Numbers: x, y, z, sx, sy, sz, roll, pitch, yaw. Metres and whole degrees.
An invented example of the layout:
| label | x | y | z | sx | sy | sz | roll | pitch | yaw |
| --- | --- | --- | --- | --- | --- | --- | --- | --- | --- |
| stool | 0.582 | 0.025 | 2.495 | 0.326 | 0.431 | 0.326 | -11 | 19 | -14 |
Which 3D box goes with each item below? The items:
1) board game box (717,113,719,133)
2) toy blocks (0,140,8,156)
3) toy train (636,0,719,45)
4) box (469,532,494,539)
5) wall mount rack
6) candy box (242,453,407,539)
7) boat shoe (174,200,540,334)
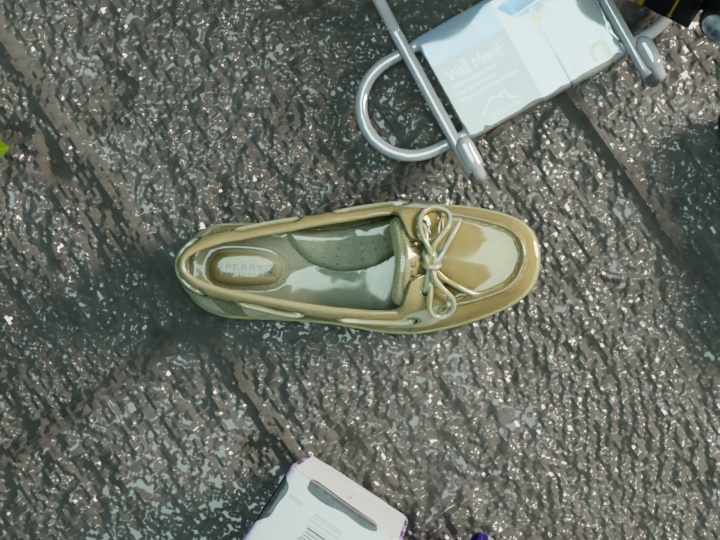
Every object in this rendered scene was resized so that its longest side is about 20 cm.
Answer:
| label | x | y | z | sx | sy | sz | roll | pitch | yaw |
| --- | --- | --- | --- | --- | --- | --- | --- | --- | --- |
| board game box | 0.307 | -0.036 | 1.399 | 0.199 | 0.028 | 0.136 | -10 | 89 | 1 |
| toy blocks | -0.309 | -0.071 | 1.394 | 0.200 | 0.100 | 0.137 | 35 | 101 | 3 |
| toy train | 0.205 | -0.213 | 1.357 | 0.114 | 0.085 | 0.200 | 26 | 65 | -1 |
| box | 0.035 | 0.245 | 1.321 | 0.105 | 0.184 | 0.200 | 42 | 89 | 4 |
| wall mount rack | 0.074 | -0.151 | 1.385 | 0.200 | 0.075 | 0.174 | -29 | 87 | 0 |
| candy box | -0.058 | 0.200 | 1.332 | 0.071 | 0.168 | 0.200 | 34 | 89 | 3 |
| boat shoe | -0.001 | -0.003 | 1.388 | 0.200 | 0.063 | 0.073 | 2 | 89 | 2 |
